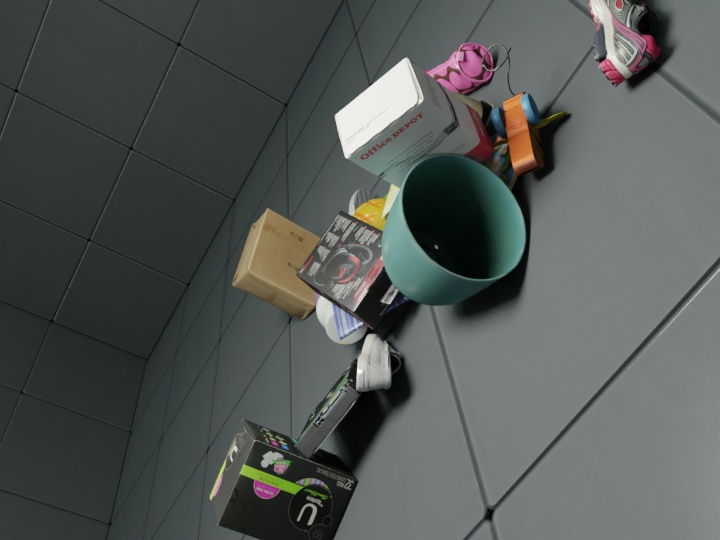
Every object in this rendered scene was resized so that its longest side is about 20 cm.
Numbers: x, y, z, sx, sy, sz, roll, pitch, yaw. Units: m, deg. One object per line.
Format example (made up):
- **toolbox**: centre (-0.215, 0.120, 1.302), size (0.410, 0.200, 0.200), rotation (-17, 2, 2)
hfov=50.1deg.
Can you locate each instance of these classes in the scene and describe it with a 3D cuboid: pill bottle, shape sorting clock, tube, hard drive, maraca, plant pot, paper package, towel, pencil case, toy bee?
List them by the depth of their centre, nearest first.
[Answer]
- **plant pot**: centre (0.119, -0.042, 1.142), size (0.161, 0.197, 0.204), rotation (129, 157, -56)
- **toy bee**: centre (0.253, -0.232, 1.175), size (0.129, 0.108, 0.205), rotation (2, 79, 35)
- **shape sorting clock**: centre (0.197, -0.142, 1.269), size (0.201, 0.039, 0.202), rotation (-52, 25, 35)
- **hard drive**: centre (-0.046, 0.235, 1.336), size (0.141, 0.038, 0.200), rotation (-52, -1, 6)
- **towel**: centre (0.033, 0.025, 1.395), size (0.198, 0.024, 0.147), rotation (-31, 44, 18)
- **tube**: centre (0.088, -0.182, 1.505), size (0.202, 0.051, 0.059), rotation (-67, -22, -46)
- **pencil case**: centre (0.175, -0.384, 1.519), size (0.199, 0.092, 0.093), rotation (-12, 55, 65)
- **pill bottle**: centre (-0.036, 0.055, 1.533), size (0.113, 0.111, 0.201), rotation (-56, 22, 23)
- **maraca**: centre (0.035, -0.094, 1.538), size (0.136, 0.107, 0.202), rotation (-28, 27, 47)
- **paper package**: centre (-0.185, -0.015, 1.865), size (0.103, 0.197, 0.194), rotation (-35, 35, 52)

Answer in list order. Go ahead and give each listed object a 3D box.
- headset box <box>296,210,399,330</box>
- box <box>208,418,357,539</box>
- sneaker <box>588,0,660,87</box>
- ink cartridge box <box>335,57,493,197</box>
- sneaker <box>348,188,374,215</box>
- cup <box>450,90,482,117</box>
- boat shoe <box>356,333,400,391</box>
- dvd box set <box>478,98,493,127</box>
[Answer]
- **headset box**: centre (0.000, 0.000, 1.364), size (0.199, 0.075, 0.150), rotation (28, 80, 45)
- **box**: centre (-0.133, 0.366, 1.297), size (0.151, 0.197, 0.124), rotation (-66, 21, -2)
- **sneaker**: centre (0.360, -0.340, 1.039), size (0.074, 0.080, 0.204), rotation (-24, 51, 40)
- **ink cartridge box**: centre (0.080, -0.199, 1.130), size (0.144, 0.198, 0.086), rotation (-33, 57, 28)
- **sneaker**: centre (-0.009, -0.091, 1.686), size (0.071, 0.072, 0.203), rotation (-39, 33, 44)
- **cup**: centre (0.096, -0.234, 1.320), size (0.202, 0.141, 0.201), rotation (-58, 13, 21)
- **boat shoe**: centre (0.035, 0.154, 1.296), size (0.200, 0.067, 0.074), rotation (-29, -57, -83)
- **dvd box set**: centre (0.162, -0.208, 1.398), size (0.149, 0.029, 0.200), rotation (-67, 12, -18)
